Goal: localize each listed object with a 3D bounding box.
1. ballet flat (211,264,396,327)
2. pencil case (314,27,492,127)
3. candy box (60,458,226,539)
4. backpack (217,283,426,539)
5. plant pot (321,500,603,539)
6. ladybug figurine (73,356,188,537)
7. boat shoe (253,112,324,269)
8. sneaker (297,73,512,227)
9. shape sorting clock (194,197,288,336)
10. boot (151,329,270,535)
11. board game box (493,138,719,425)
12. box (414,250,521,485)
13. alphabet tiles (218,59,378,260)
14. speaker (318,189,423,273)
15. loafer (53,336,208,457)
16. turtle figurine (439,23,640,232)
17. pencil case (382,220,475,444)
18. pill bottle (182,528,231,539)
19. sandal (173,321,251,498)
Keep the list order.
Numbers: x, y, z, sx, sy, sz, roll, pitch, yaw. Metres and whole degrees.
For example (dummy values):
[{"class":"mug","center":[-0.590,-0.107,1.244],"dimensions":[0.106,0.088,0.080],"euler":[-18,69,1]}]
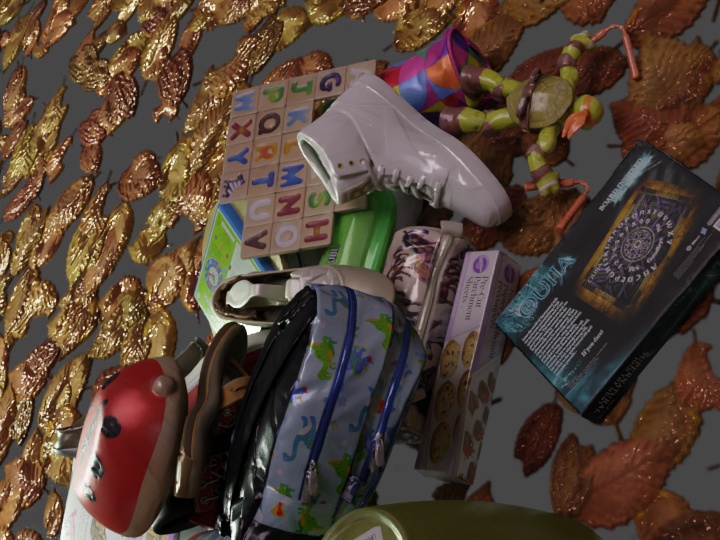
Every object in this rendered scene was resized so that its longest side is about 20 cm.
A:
[{"class":"ballet flat","center":[-0.059,0.026,1.055],"dimensions":[0.199,0.069,0.070],"euler":[-4,64,42]},{"class":"pencil case","center":[0.039,-0.170,1.189],"dimensions":[0.199,0.088,0.089],"euler":[-21,53,35]},{"class":"candy box","center":[-0.223,0.261,1.212],"dimensions":[0.199,0.071,0.169],"euler":[-21,54,37]},{"class":"backpack","center":[-0.032,0.109,0.925],"dimensions":[0.163,0.152,0.202],"euler":[-113,28,-78]},{"class":"plant pot","center":[0.061,0.238,0.827],"dimensions":[0.186,0.199,0.188],"euler":[-25,51,35]},{"class":"ladybug figurine","center":[-0.202,0.151,1.022],"dimensions":[0.136,0.071,0.201],"euler":[-101,29,-42]},{"class":"boat shoe","center":[-0.053,-0.082,1.205],"dimensions":[0.085,0.075,0.203],"euler":[-15,67,0]},{"class":"sneaker","center":[0.032,-0.082,1.067],"dimensions":[0.115,0.074,0.200],"euler":[-40,66,-21]},{"class":"shape sorting clock","center":[-0.117,0.020,1.213],"dimensions":[0.199,0.039,0.202],"euler":[11,103,55]},{"class":"boot","center":[-0.126,0.158,1.105],"dimensions":[0.199,0.072,0.145],"euler":[-36,54,12]},{"class":"board game box","center":[0.208,0.005,0.946],"dimensions":[0.200,0.028,0.135],"euler":[-52,40,11]},{"class":"box","center":[0.093,0.082,1.012],"dimensions":[0.041,0.039,0.201],"euler":[-1,67,44]},{"class":"alphabet tiles","center":[-0.064,-0.107,1.153],"dimensions":[0.166,0.008,0.202],"euler":[-8,61,24]},{"class":"speaker","center":[0.000,0.000,1.125],"dimensions":[0.088,0.088,0.201],"euler":[-1,67,46]},{"class":"loafer","center":[-0.234,0.132,1.237],"dimensions":[0.199,0.070,0.075],"euler":[-26,4,-13]},{"class":"turtle figurine","center":[0.150,-0.136,1.045],"dimensions":[0.160,0.064,0.202],"euler":[8,75,37]},{"class":"pencil case","center":[0.046,0.056,1.045],"dimensions":[0.089,0.077,0.201],"euler":[-21,50,63]},{"class":"pill bottle","center":[-0.068,0.272,1.005],"dimensions":[0.199,0.119,0.120],"euler":[-19,55,38]},{"class":"sandal","center":[-0.115,0.121,1.004],"dimensions":[0.200,0.054,0.081],"euler":[-80,-1,-60]}]
